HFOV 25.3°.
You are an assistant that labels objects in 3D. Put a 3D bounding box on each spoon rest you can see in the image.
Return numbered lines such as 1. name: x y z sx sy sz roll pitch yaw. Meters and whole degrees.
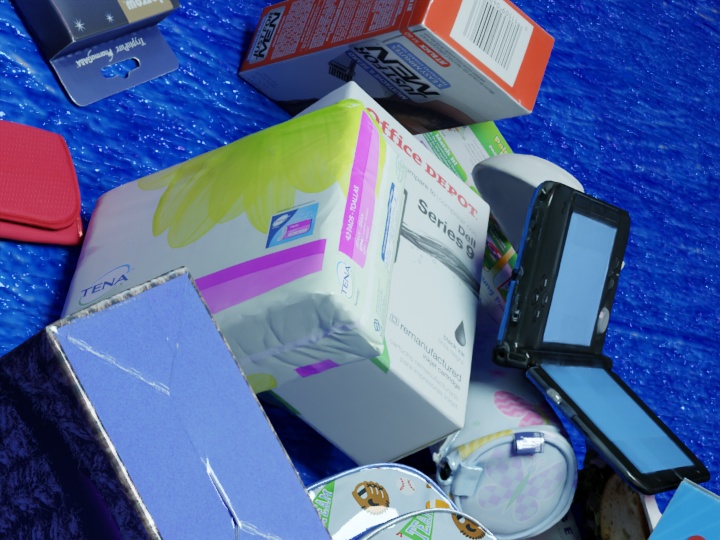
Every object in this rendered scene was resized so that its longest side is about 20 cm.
1. spoon rest: 0.143 -0.027 1.190 0.061 0.099 0.200 -60 147 -8

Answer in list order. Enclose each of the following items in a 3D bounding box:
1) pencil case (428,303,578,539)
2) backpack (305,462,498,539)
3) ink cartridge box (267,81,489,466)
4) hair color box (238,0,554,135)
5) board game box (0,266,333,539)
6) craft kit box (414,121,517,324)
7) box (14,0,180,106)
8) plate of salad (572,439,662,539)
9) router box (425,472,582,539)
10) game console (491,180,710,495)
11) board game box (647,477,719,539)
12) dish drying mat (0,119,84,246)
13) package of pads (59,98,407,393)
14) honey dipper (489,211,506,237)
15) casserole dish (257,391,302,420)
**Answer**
1. pencil case: 0.073 0.092 1.048 0.090 0.083 0.200 -1 27 -11
2. backpack: 0.008 0.207 0.880 0.200 0.154 0.191 -27 72 -36
3. ink cartridge box: 0.000 0.000 1.017 0.146 0.084 0.200 40 39 -27
4. hair color box: 0.021 -0.147 1.108 0.111 0.200 0.064 33 68 -33
5. board game box: -0.133 0.118 0.731 0.097 0.200 0.160 -26 86 -54
6. craft kit box: 0.084 -0.031 1.248 0.200 0.048 0.197 56 38 -6
7. box: -0.192 -0.211 1.039 0.200 0.032 0.121 60 35 -3
8. plate of salad: 0.182 0.187 1.149 0.200 0.048 0.201 165 -90 -87
9. router box: 0.096 0.231 1.070 0.179 0.049 0.201 0 66 -51
10. game console: 0.175 0.044 1.045 0.200 0.118 0.171 10 94 -67
11. board game box: 0.207 0.257 1.026 0.200 0.056 0.196 -59 144 -7
12. dish drying mat: -0.237 -0.059 0.886 0.200 0.018 0.077 9 59 -48
13. package of pads: -0.074 -0.002 0.889 0.068 0.200 0.155 50 33 -36
14. honey dipper: 0.059 -0.063 1.177 0.200 0.038 0.038 24 48 -45
15. casserole dish: -0.047 0.001 1.065 0.121 0.039 0.200 3 63 -51
